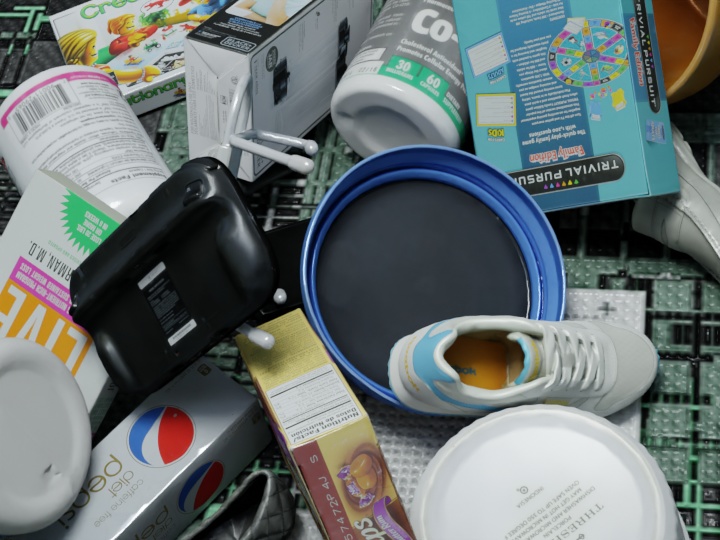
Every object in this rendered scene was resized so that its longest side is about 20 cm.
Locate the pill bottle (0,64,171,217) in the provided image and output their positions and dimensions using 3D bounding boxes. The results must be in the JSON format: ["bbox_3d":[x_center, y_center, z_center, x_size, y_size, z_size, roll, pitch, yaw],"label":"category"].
[{"bbox_3d":[-0.201,-0.055,1.257,0.113,0.113,0.200,-28,63,-10],"label":"pill bottle"}]

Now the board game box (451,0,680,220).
[{"bbox_3d":[0.151,-0.146,1.202,0.151,0.047,0.201,-8,92,41],"label":"board game box"}]

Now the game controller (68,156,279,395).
[{"bbox_3d":[-0.127,0.009,1.061,0.042,0.200,0.104,-33,87,-46],"label":"game controller"}]

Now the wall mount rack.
[{"bbox_3d":[-0.073,-0.030,1.091,0.074,0.174,0.201,12,99,1],"label":"wall mount rack"}]

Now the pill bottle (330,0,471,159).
[{"bbox_3d":[0.064,-0.184,1.309,0.113,0.113,0.200,16,59,20],"label":"pill bottle"}]

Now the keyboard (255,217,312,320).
[{"bbox_3d":[0.000,0.000,1.236,0.199,0.040,0.104,-16,56,-15],"label":"keyboard"}]

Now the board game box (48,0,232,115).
[{"bbox_3d":[-0.164,-0.209,1.414,0.199,0.035,0.126,-22,54,-6],"label":"board game box"}]

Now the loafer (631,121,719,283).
[{"bbox_3d":[0.240,-0.043,1.211,0.070,0.070,0.200,-26,47,-3],"label":"loafer"}]

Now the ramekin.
[{"bbox_3d":[0.120,0.180,1.052,0.202,0.094,0.203,-5,54,6],"label":"ramekin"}]

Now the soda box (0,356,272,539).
[{"bbox_3d":[-0.157,0.156,1.136,0.068,0.064,0.200,34,67,28],"label":"soda box"}]

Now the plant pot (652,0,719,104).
[{"bbox_3d":[0.251,-0.237,1.266,0.183,0.201,0.200,-18,48,-40],"label":"plant pot"}]

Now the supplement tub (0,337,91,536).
[{"bbox_3d":[-0.297,0.123,1.100,0.199,0.132,0.132,-13,49,33],"label":"supplement tub"}]

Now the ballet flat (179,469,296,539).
[{"bbox_3d":[-0.129,0.208,1.092,0.200,0.057,0.066,-39,41,-20],"label":"ballet flat"}]

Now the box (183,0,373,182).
[{"bbox_3d":[-0.061,-0.171,1.285,0.060,0.117,0.200,19,41,23],"label":"box"}]

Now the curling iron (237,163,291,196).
[{"bbox_3d":[-0.102,-0.053,1.242,0.050,0.026,0.200,51,29,-2],"label":"curling iron"}]

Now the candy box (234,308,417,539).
[{"bbox_3d":[-0.023,0.115,1.056,0.056,0.117,0.200,-23,22,-5],"label":"candy box"}]

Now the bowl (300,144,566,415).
[{"bbox_3d":[0.051,0.009,1.169,0.200,0.039,0.201,4,74,-14],"label":"bowl"}]

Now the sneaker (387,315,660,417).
[{"bbox_3d":[0.124,0.069,1.107,0.199,0.081,0.077,-2,79,-21],"label":"sneaker"}]

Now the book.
[{"bbox_3d":[-0.225,0.045,1.176,0.133,0.048,0.200,32,100,23],"label":"book"}]
